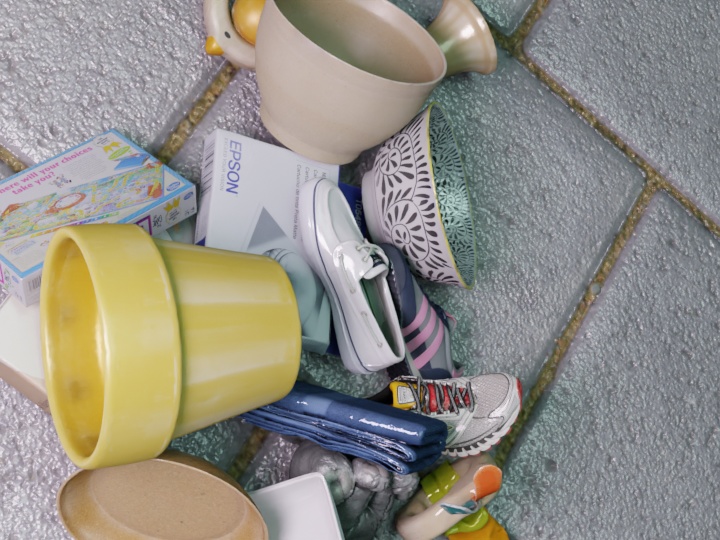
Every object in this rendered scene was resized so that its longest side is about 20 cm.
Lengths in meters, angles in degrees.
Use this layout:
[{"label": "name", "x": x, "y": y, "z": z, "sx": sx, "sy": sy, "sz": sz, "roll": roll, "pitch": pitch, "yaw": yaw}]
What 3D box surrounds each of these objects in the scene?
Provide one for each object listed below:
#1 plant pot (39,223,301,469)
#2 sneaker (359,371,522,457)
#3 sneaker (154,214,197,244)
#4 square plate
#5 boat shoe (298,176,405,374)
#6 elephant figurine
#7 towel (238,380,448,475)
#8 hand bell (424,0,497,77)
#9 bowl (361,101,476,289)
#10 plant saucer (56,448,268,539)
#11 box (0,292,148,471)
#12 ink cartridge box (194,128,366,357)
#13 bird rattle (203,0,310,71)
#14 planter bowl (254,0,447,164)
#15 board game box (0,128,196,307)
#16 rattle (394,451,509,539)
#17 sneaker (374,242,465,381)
[{"label": "plant pot", "x": -0.160, "y": 0.057, "z": 1.029, "sx": 0.186, "sy": 0.200, "sz": 0.204, "roll": -5, "pitch": 81, "yaw": -29}, {"label": "sneaker", "x": 0.069, "y": 0.146, "z": 1.211, "sx": 0.082, "sy": 0.197, "sz": 0.079, "roll": 55, "pitch": 23, "yaw": -44}, {"label": "sneaker", "x": -0.165, "y": 0.033, "z": 1.205, "sx": 0.078, "sy": 0.074, "sz": 0.203, "roll": -16, "pitch": 85, "yaw": -30}, {"label": "square plate", "x": -0.069, "y": 0.303, "z": 1.133, "sx": 0.028, "sy": 0.197, "sz": 0.203, "roll": -13, "pitch": 83, "yaw": -52}, {"label": "boat shoe", "x": 0.000, "y": 0.000, "z": 1.187, "sx": 0.073, "sy": 0.066, "sz": 0.203, "roll": -25, "pitch": 99, "yaw": -54}, {"label": "elephant figurine", "x": -0.023, "y": 0.273, "z": 1.172, "sx": 0.139, "sy": 0.155, "sz": 0.203, "roll": 10, "pitch": 96, "yaw": -7}, {"label": "towel", "x": -0.019, "y": 0.146, "z": 1.149, "sx": 0.197, "sy": 0.111, "sz": 0.049, "roll": 13, "pitch": 91, "yaw": 21}, {"label": "hand bell", "x": 0.046, "y": -0.222, "z": 1.351, "sx": 0.199, "sy": 0.104, "sz": 0.105, "roll": -32, "pitch": 92, "yaw": -12}, {"label": "bowl", "x": 0.057, "y": -0.071, "z": 1.284, "sx": 0.093, "sy": 0.201, "sz": 0.204, "roll": -10, "pitch": 81, "yaw": 14}, {"label": "plant saucer", "x": -0.179, "y": 0.221, "z": 1.107, "sx": 0.198, "sy": 0.201, "sz": 0.036, "roll": 25, "pitch": 43, "yaw": -15}, {"label": "box", "x": -0.266, "y": 0.103, "z": 1.136, "sx": 0.199, "sy": 0.095, "sz": 0.078, "roll": 39, "pitch": 67, "yaw": -9}, {"label": "ink cartridge box", "x": -0.071, "y": -0.024, "z": 1.210, "sx": 0.198, "sy": 0.040, "sz": 0.203, "roll": 14, "pitch": 66, "yaw": -28}, {"label": "bird rattle", "x": -0.104, "y": -0.298, "z": 1.307, "sx": 0.198, "sy": 0.112, "sz": 0.166, "roll": 8, "pitch": 87, "yaw": -34}, {"label": "planter bowl", "x": -0.027, "y": -0.197, "z": 1.238, "sx": 0.198, "sy": 0.136, "sz": 0.201, "roll": 20, "pitch": 34, "yaw": -14}, {"label": "board game box", "x": -0.274, "y": -0.057, "z": 1.138, "sx": 0.134, "sy": 0.035, "sz": 0.199, "roll": 34, "pitch": 50, "yaw": 30}, {"label": "rattle", "x": 0.122, "y": 0.261, "z": 1.203, "sx": 0.129, "sy": 0.200, "sz": 0.145, "roll": -22, "pitch": 87, "yaw": -26}, {"label": "sneaker", "x": 0.059, "y": 0.048, "z": 1.266, "sx": 0.081, "sy": 0.070, "sz": 0.202, "roll": -30, "pitch": 124, "yaw": -25}]
